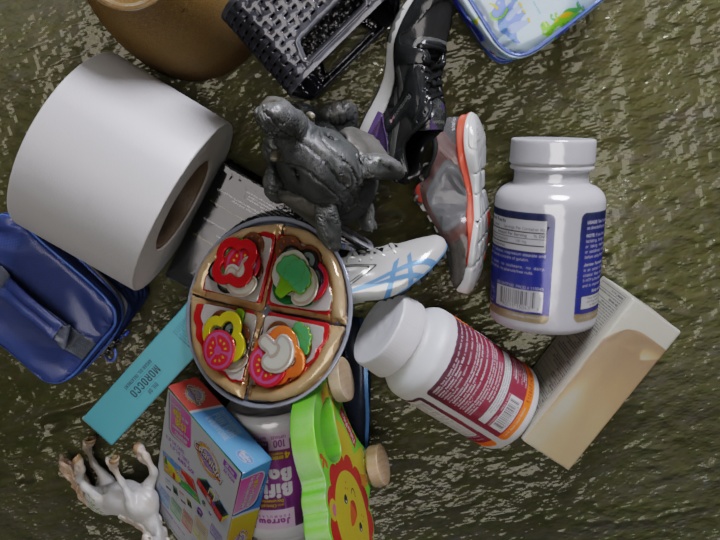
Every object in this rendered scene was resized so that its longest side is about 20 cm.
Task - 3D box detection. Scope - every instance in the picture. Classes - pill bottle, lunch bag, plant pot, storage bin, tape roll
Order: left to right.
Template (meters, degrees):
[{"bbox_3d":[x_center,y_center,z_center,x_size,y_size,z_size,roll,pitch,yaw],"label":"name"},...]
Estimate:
[{"bbox_3d":[-0.350,0.029,0.763,0.200,0.132,0.136,42,102,-7],"label":"lunch bag"},{"bbox_3d":[-0.241,-0.100,0.697,0.138,0.203,0.204,30,102,-6],"label":"tape roll"},{"bbox_3d":[-0.193,-0.288,0.653,0.184,0.200,0.189,0,102,2],"label":"plant pot"},{"bbox_3d":[-0.101,0.251,0.817,0.111,0.112,0.203,-3,102,3],"label":"pill bottle"},{"bbox_3d":[-0.040,-0.249,0.654,0.135,0.200,0.094,-42,99,10],"label":"storage bin"},{"bbox_3d":[0.097,0.111,0.760,0.199,0.110,0.110,33,102,-20],"label":"pill bottle"},{"bbox_3d":[0.154,-0.330,0.691,0.160,0.083,0.201,-37,99,8],"label":"lunch bag"},{"bbox_3d":[0.205,-0.042,0.737,0.118,0.120,0.203,1,103,2],"label":"pill bottle"}]

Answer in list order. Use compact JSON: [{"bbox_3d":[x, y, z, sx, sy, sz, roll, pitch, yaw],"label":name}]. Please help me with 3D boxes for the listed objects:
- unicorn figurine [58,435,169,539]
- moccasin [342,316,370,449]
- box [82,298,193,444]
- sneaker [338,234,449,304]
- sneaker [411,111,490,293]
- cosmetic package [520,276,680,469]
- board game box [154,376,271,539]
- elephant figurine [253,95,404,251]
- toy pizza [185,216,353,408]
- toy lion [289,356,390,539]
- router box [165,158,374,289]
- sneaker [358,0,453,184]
[{"bbox_3d":[-0.293,0.283,0.834,0.199,0.074,0.139,7,114,44],"label":"unicorn figurine"},{"bbox_3d":[-0.022,0.155,0.810,0.067,0.081,0.203,1,102,2],"label":"moccasin"},{"bbox_3d":[-0.239,0.111,0.806,0.049,0.082,0.200,43,100,-6],"label":"box"},{"bbox_3d":[0.000,0.000,0.727,0.198,0.072,0.073,-21,105,0],"label":"sneaker"},{"bbox_3d":[0.102,-0.075,0.767,0.081,0.077,0.203,1,98,21],"label":"sneaker"},{"bbox_3d":[0.263,0.116,0.780,0.071,0.105,0.201,32,103,-6],"label":"cosmetic package"},{"bbox_3d":[-0.181,0.251,0.788,0.153,0.040,0.202,37,125,33],"label":"board game box"},{"bbox_3d":[-0.032,-0.091,0.645,0.153,0.200,0.143,2,106,-13],"label":"elephant figurine"},{"bbox_3d":[-0.103,0.040,0.698,0.198,0.032,0.203,-4,79,21],"label":"toy pizza"},{"bbox_3d":[-0.026,0.223,0.703,0.068,0.192,0.202,-15,113,15],"label":"toy lion"},{"bbox_3d":[-0.104,-0.014,0.783,0.199,0.051,0.150,30,102,-9],"label":"router box"},{"bbox_3d":[0.067,-0.188,0.704,0.075,0.088,0.202,-8,128,-41],"label":"sneaker"}]
